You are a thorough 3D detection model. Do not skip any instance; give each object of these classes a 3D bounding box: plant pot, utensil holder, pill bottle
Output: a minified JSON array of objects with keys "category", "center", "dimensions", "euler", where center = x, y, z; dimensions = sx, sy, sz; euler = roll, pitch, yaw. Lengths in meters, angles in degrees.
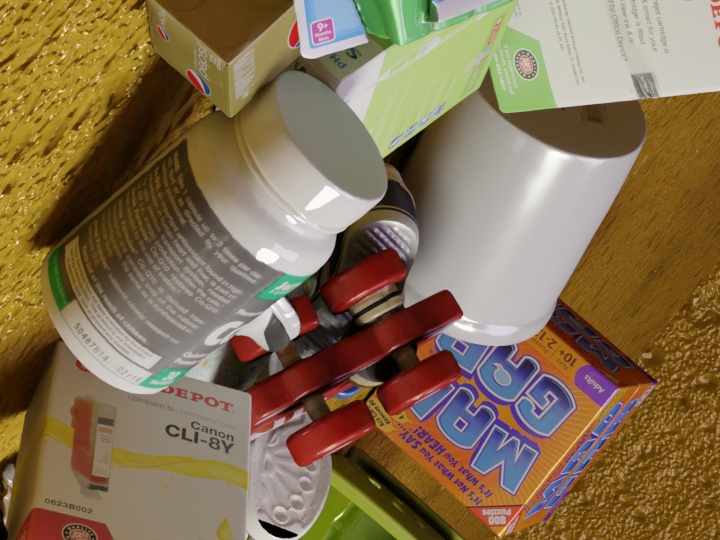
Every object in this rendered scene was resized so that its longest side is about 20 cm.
[{"category":"plant pot","center":[-0.007,0.315,2.311],"dimensions":[0.200,0.199,0.181],"euler":[-53,171,14]},{"category":"utensil holder","center":[0.117,-0.069,1.756],"dimensions":[0.170,0.170,0.200],"euler":[-31,155,-48]},{"category":"pill bottle","center":[-0.087,-0.023,1.296],"dimensions":[0.200,0.113,0.113],"euler":[-38,171,26]}]

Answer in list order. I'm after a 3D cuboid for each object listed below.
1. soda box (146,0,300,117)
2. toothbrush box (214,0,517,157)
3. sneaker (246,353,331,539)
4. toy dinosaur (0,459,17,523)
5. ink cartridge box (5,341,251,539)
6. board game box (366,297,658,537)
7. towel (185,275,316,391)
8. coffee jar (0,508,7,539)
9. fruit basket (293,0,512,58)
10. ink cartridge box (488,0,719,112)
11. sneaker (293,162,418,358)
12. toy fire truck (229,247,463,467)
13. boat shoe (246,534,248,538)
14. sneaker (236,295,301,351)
[{"category":"soda box","center":[-0.029,-0.184,1.238],"dimensions":[0.200,0.068,0.064],"euler":[-44,165,-19]},{"category":"toothbrush box","center":[0.008,-0.144,1.405],"dimensions":[0.200,0.086,0.146],"euler":[-39,163,-34]},{"category":"sneaker","center":[-0.093,0.169,1.769],"dimensions":[0.146,0.080,0.200],"euler":[-46,-151,38]},{"category":"toy dinosaur","center":[-0.265,0.229,1.579],"dimensions":[0.136,0.086,0.200],"euler":[-44,171,-44]},{"category":"ink cartridge box","center":[-0.153,0.157,1.423],"dimensions":[0.200,0.145,0.084],"euler":[-90,-158,-48]},{"category":"board game box","center":[0.160,0.133,2.298],"dimensions":[0.200,0.200,0.200],"euler":[-52,165,11]},{"category":"towel","center":[-0.126,0.070,1.643],"dimensions":[0.171,0.048,0.200],"euler":[-58,163,22]},{"category":"coffee jar","center":[-0.308,0.190,1.342],"dimensions":[0.200,0.085,0.104],"euler":[-44,165,-18]},{"category":"fruit basket","center":[0.038,-0.226,1.150],"dimensions":[0.185,0.094,0.201],"euler":[-23,129,-27]},{"category":"ink cartridge box","center":[0.179,-0.194,1.457],"dimensions":[0.084,0.199,0.146],"euler":[-38,118,-51]},{"category":"sneaker","center":[0.000,0.000,1.714],"dimensions":[0.200,0.078,0.080],"euler":[116,-21,-45]},{"category":"toy fire truck","center":[-0.025,0.077,1.644],"dimensions":[0.200,0.112,0.168],"euler":[-27,175,-26]},{"category":"boat shoe","center":[-0.119,0.194,1.911],"dimensions":[0.200,0.075,0.062],"euler":[-55,165,17]},{"category":"sneaker","center":[-0.105,0.006,1.466],"dimensions":[0.080,0.074,0.200],"euler":[-40,145,-1]}]
